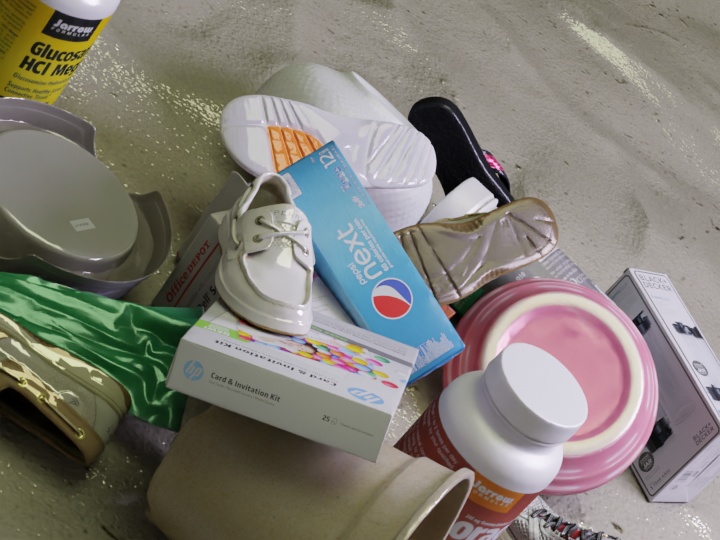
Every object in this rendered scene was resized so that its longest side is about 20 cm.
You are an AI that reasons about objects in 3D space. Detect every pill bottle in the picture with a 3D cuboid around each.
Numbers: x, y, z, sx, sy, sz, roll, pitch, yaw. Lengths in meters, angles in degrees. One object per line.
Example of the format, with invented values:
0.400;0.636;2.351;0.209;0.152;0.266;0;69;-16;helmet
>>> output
0.145;0.014;1.916;0.200;0.113;0.113;45;32;8;pill bottle
0.088;0.153;1.603;0.112;0.200;0.112;26;34;-20;pill bottle
-0.271;-0.222;1.693;0.112;0.200;0.113;26;35;-20;pill bottle

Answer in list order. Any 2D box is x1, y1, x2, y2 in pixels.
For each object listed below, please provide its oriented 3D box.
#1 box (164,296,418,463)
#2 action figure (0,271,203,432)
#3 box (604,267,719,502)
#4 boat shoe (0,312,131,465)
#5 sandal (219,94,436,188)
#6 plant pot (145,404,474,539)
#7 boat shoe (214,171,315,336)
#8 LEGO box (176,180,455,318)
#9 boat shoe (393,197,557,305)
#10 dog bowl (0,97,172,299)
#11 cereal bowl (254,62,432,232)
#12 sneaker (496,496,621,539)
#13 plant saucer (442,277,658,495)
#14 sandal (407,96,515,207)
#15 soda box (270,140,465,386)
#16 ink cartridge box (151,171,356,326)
-0.044;0.070;1.456;0.155;0.041;0.200;20;14;3;box
-0.225;0.050;1.538;0.199;0.055;0.118;20;47;-14;action figure
0.286;0.110;1.943;0.060;0.117;0.200;6;44;-42;box
-0.265;0.075;1.456;0.199;0.074;0.067;26;62;-6;boat shoe
-0.034;-0.097;1.772;0.206;0.059;0.079;9;69;-25;sandal
-0.048;0.177;1.468;0.183;0.201;0.200;34;30;14;plant pot
-0.068;-0.019;1.516;0.071;0.069;0.200;17;22;-19;boat shoe
-0.037;0.012;1.764;0.200;0.077;0.149;45;32;9;LEGO box
0.075;-0.008;1.743;0.199;0.066;0.074;-14;84;-25;boat shoe
-0.252;-0.049;1.634;0.200;0.059;0.200;26;35;-20;dog bowl
-0.003;-0.126;1.899;0.200;0.083;0.200;42;7;-7;cereal bowl
0.184;0.239;1.708;0.200;0.082;0.078;46;32;11;sneaker
0.174;0.098;1.803;0.200;0.051;0.201;3;71;-10;plant saucer
0.111;-0.091;1.977;0.200;0.075;0.045;63;33;-25;sandal
0.000;0.000;1.638;0.064;0.068;0.200;-31;86;-16;soda box
-0.094;0.029;1.646;0.067;0.117;0.200;-13;59;-47;ink cartridge box
